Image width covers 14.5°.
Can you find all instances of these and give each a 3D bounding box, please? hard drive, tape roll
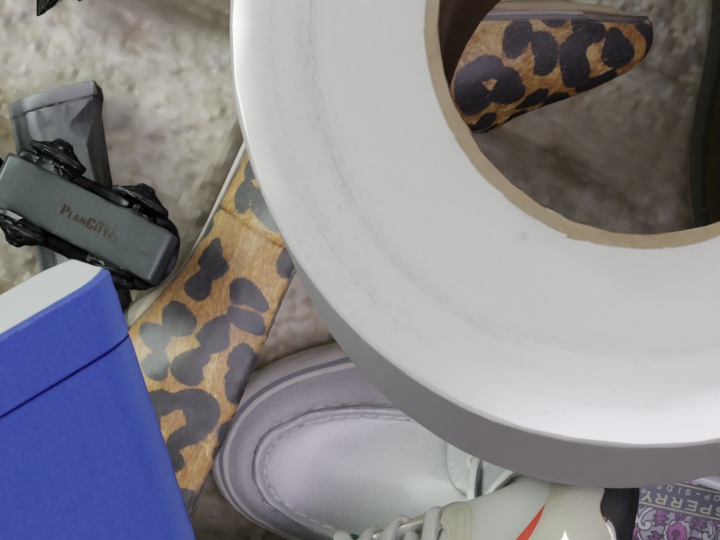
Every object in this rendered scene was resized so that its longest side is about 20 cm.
[{"bbox_3d":[-0.092,0.116,0.739,0.132,0.025,0.201,-31,118,-31],"label":"hard drive"},{"bbox_3d":[0.070,-0.048,0.730,0.201,0.139,0.204,0,82,2],"label":"tape roll"}]

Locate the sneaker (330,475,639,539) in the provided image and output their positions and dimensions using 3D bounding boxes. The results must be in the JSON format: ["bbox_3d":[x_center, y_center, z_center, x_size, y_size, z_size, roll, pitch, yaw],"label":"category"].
[{"bbox_3d":[-0.004,0.108,0.834,0.093,0.071,0.200,35,127,-12],"label":"sneaker"}]

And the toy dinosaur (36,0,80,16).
[{"bbox_3d":[-0.096,-0.152,0.800,0.199,0.102,0.136,-27,90,21],"label":"toy dinosaur"}]

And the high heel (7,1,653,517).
[{"bbox_3d":[0.000,0.000,0.841,0.199,0.071,0.144,-12,87,9],"label":"high heel"}]

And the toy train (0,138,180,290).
[{"bbox_3d":[-0.140,-0.047,0.816,0.199,0.046,0.034,28,86,6],"label":"toy train"}]

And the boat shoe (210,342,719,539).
[{"bbox_3d":[0.052,0.073,0.884,0.199,0.069,0.072,15,101,-12],"label":"boat shoe"}]

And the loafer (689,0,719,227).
[{"bbox_3d":[0.140,-0.055,0.852,0.075,0.070,0.201,-8,106,-4],"label":"loafer"}]
